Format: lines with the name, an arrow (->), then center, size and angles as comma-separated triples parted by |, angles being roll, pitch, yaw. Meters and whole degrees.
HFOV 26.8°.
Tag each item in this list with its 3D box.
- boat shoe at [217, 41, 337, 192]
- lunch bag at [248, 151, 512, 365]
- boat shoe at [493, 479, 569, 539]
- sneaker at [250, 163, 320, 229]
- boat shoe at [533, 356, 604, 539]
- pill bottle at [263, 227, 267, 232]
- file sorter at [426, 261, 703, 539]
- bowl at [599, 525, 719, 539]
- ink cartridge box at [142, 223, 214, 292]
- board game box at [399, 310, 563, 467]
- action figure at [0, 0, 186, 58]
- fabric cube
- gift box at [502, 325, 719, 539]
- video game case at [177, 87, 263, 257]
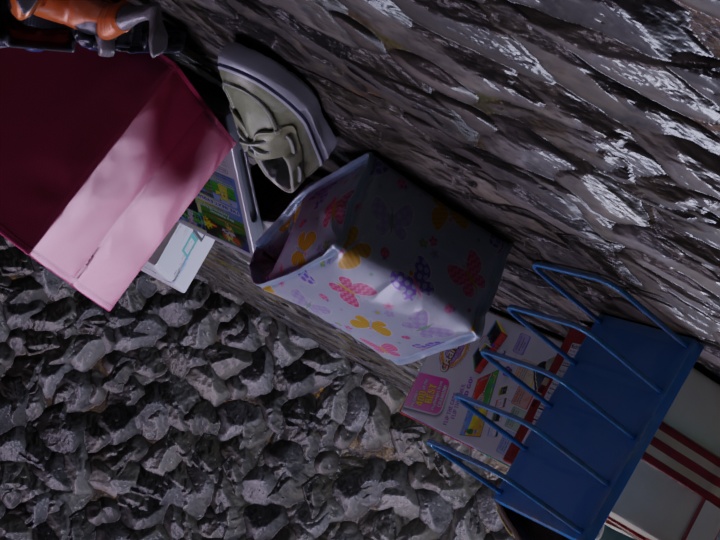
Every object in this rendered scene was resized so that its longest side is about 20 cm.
boat shoe -> -0.069, -0.118, 1.227 | 0.072, 0.062, 0.200 | 26, 171, 24
lunch bag -> 0.009, -0.004, 1.372 | 0.169, 0.128, 0.200 | 31, 152, -19
boat shoe -> 0.204, 0.282, 1.493 | 0.059, 0.072, 0.200 | 19, -154, -52
sneaker -> -0.040, -0.053, 1.518 | 0.199, 0.073, 0.085 | 22, 167, 40
boat shoe -> 0.206, 0.190, 1.586 | 0.061, 0.202, 0.075 | -9, -163, 29
pill bottle -> 0.000, 0.000, 1.577 | 0.199, 0.110, 0.110 | 26, 172, 23
file sorter -> 0.172, 0.109, 1.317 | 0.122, 0.201, 0.138 | 37, 170, -28
bowl -> 0.338, 0.239, 1.691 | 0.200, 0.202, 0.105 | 32, -169, -19
ink cartridge box -> -0.267, -0.081, 1.915 | 0.146, 0.147, 0.200 | 28, 172, 8
board game box -> 0.155, 0.131, 1.705 | 0.199, 0.154, 0.040 | 23, 175, 43
action figure -> -0.211, -0.214, 1.157 | 0.198, 0.106, 0.193 | -1, -163, -32
fabric cube -> -0.263, -0.118, 1.338 | 0.196, 0.200, 0.200 | 35, 173, 19
gift box -> 0.266, 0.182, 1.471 | 0.186, 0.201, 0.184 | 30, 178, -18
video game case -> -0.184, -0.118, 1.512 | 0.199, 0.022, 0.183 | 25, 141, 32
